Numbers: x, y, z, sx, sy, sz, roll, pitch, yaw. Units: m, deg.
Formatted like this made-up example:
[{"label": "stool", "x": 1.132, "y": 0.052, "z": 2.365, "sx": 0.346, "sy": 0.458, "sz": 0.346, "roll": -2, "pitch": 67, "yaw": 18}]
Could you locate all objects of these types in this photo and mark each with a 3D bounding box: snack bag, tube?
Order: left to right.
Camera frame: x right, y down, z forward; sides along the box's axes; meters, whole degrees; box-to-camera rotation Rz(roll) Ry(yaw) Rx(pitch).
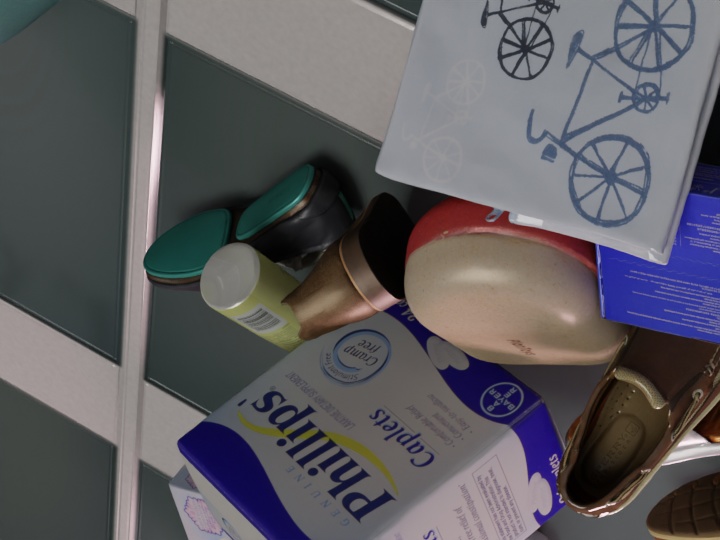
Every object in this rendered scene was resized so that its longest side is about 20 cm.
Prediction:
[{"label": "tube", "x": -0.042, "y": 0.039, "z": 1.431, "sx": 0.200, "sy": 0.052, "sz": 0.058, "roll": 37, "pitch": -165, "yaw": -51}, {"label": "snack bag", "x": 0.112, "y": -0.116, "z": 1.140, "sx": 0.199, "sy": 0.021, "sz": 0.190, "roll": 15, "pitch": 91, "yaw": 27}]

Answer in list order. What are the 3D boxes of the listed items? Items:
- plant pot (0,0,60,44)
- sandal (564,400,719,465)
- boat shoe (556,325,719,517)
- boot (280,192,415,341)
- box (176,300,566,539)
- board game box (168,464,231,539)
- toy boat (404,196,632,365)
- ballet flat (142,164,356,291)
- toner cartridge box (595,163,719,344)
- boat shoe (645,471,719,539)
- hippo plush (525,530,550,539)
[{"label": "plant pot", "x": -0.272, "y": -0.236, "z": 1.311, "sx": 0.187, "sy": 0.200, "sz": 0.201, "roll": -11, "pitch": 120, "yaw": 27}, {"label": "sandal", "x": 0.225, "y": 0.081, "z": 1.285, "sx": 0.206, "sy": 0.079, "sz": 0.059, "roll": -8, "pitch": 120, "yaw": 33}, {"label": "boat shoe", "x": 0.187, "y": 0.068, "z": 1.219, "sx": 0.074, "sy": 0.075, "sz": 0.203, "roll": 30, "pitch": 101, "yaw": 16}, {"label": "boot", "x": 0.000, "y": 0.000, "z": 1.299, "sx": 0.075, "sy": 0.200, "sz": 0.074, "roll": -32, "pitch": 88, "yaw": 17}, {"label": "box", "x": 0.010, "y": 0.136, "z": 1.356, "sx": 0.184, "sy": 0.200, "sz": 0.105, "roll": 37, "pitch": 159, "yaw": 44}, {"label": "board game box", "x": -0.054, "y": 0.266, "z": 1.706, "sx": 0.199, "sy": 0.041, "sz": 0.201, "roll": 11, "pitch": 132, "yaw": 32}, {"label": "toy boat", "x": 0.105, "y": -0.017, "z": 1.253, "sx": 0.130, "sy": 0.132, "sz": 0.200, "roll": 0, "pitch": 167, "yaw": 19}, {"label": "ballet flat", "x": -0.077, "y": -0.017, "z": 1.442, "sx": 0.199, "sy": 0.073, "sz": 0.073, "roll": -23, "pitch": 110, "yaw": 41}, {"label": "toner cartridge box", "x": 0.228, "y": -0.004, "z": 1.116, "sx": 0.199, "sy": 0.043, "sz": 0.096, "roll": 13, "pitch": 123, "yaw": 37}, {"label": "boat shoe", "x": 0.284, "y": 0.176, "z": 1.322, "sx": 0.199, "sy": 0.072, "sz": 0.068, "roll": -10, "pitch": 118, "yaw": 41}, {"label": "hippo plush", "x": 0.032, "y": 0.219, "z": 1.490, "sx": 0.159, "sy": 0.200, "sz": 0.161, "roll": -37, "pitch": 92, "yaw": 29}]
